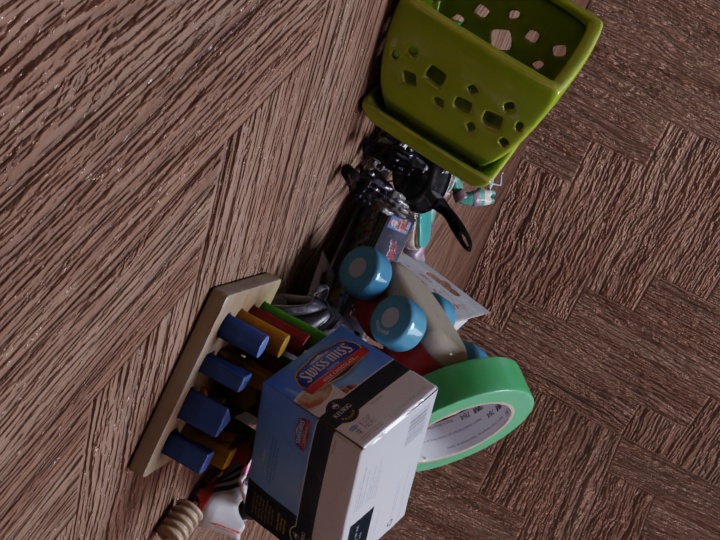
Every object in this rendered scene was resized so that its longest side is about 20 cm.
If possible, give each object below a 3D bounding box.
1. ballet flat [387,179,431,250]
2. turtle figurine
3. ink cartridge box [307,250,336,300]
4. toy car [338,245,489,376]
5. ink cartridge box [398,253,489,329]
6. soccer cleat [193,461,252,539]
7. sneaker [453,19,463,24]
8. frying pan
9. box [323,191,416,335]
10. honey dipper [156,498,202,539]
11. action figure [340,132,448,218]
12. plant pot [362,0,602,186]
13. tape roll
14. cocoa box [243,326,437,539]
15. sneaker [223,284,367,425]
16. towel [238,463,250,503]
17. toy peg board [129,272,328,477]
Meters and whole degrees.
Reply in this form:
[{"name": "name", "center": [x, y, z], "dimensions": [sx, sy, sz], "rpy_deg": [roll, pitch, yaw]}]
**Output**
[{"name": "ballet flat", "center": [0.065, -0.127, 1.775], "dimensions": [0.068, 0.067, 0.201], "rpy_deg": [-17, 117, -62]}, {"name": "turtle figurine", "center": [0.100, -0.120, 1.850], "dimensions": [0.200, 0.150, 0.101], "rpy_deg": [-55, 152, 6]}, {"name": "ink cartridge box", "center": [-0.089, 0.079, 1.650], "dimensions": [0.161, 0.050, 0.201], "rpy_deg": [68, 37, -79]}, {"name": "toy car", "center": [0.016, 0.107, 1.601], "dimensions": [0.200, 0.177, 0.184], "rpy_deg": [-43, 139, 11]}, {"name": "ink cartridge box", "center": [0.068, 0.044, 1.863], "dimensions": [0.200, 0.162, 0.057], "rpy_deg": [-4, 128, -59]}, {"name": "soccer cleat", "center": [-0.150, 0.279, 1.713], "dimensions": [0.069, 0.085, 0.200], "rpy_deg": [-67, 170, 26]}, {"name": "sneaker", "center": [0.124, -0.263, 1.687], "dimensions": [0.078, 0.085, 0.200], "rpy_deg": [-66, 172, 24]}, {"name": "frying pan", "center": [0.081, -0.095, 1.678], "dimensions": [0.115, 0.031, 0.191], "rpy_deg": [-31, -119, 48]}, {"name": "box", "center": [0.000, 0.000, 1.719], "dimensions": [0.201, 0.038, 0.137], "rpy_deg": [-65, -162, 11]}, {"name": "honey dipper", "center": [-0.250, 0.347, 1.509], "dimensions": [0.200, 0.038, 0.038], "rpy_deg": [-53, 168, -34]}, {"name": "action figure", "center": [0.047, -0.125, 1.599], "dimensions": [0.119, 0.102, 0.200], "rpy_deg": [-50, 176, 21]}, {"name": "plant pot", "center": [0.126, -0.222, 1.478], "dimensions": [0.199, 0.200, 0.182], "rpy_deg": [-53, 175, -49]}, {"name": "tape roll", "center": [0.106, 0.174, 1.575], "dimensions": [0.200, 0.048, 0.201], "rpy_deg": [-18, 154, -9]}, {"name": "cocoa box", "center": [-0.025, 0.188, 1.374], "dimensions": [0.133, 0.131, 0.200], "rpy_deg": [-34, 146, -42]}, {"name": "sneaker", "center": [-0.100, 0.093, 1.494], "dimensions": [0.200, 0.114, 0.076], "rpy_deg": [-29, -168, 4]}, {"name": "towel", "center": [-0.091, 0.188, 1.601], "dimensions": [0.146, 0.030, 0.200], "rpy_deg": [89, 26, -71]}, {"name": "toy peg board", "center": [-0.121, 0.119, 1.354], "dimensions": [0.201, 0.098, 0.199], "rpy_deg": [-64, 172, 9]}]
